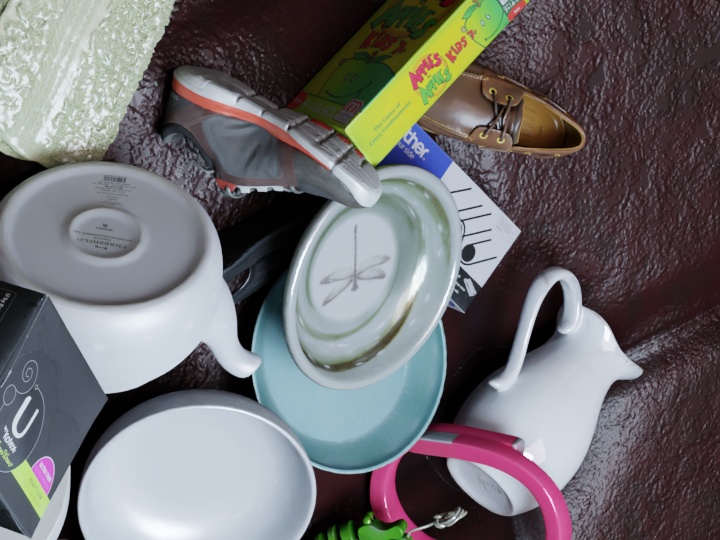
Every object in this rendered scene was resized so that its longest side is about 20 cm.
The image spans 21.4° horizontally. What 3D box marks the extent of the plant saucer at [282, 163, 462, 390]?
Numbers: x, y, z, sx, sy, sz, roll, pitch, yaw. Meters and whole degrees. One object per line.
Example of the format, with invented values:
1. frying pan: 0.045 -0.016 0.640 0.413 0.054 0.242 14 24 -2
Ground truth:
1. plant saucer: 0.000 0.000 1.609 0.199 0.050 0.202 -24 127 -36

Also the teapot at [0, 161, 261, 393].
1. teapot: -0.204 0.023 1.466 0.197 0.200 0.147 -30 148 -35

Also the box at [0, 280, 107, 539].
1. box: -0.307 0.078 1.343 0.149 0.199 0.125 73 38 -55

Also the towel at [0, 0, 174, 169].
1. towel: -0.225 -0.178 1.476 0.148 0.036 0.201 25 90 -37

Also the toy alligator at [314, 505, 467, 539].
1. toy alligator: 0.001 0.245 1.715 0.199 0.059 0.054 -34 91 17

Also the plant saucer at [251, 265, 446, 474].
1. plant saucer: -0.016 0.076 1.670 0.199 0.036 0.202 1 88 -31

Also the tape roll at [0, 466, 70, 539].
1. tape roll: -0.318 0.157 1.436 0.202 0.203 0.037 -32 164 -22

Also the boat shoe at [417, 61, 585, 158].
1. boat shoe: 0.118 -0.143 1.695 0.199 0.067 0.073 13 97 -35

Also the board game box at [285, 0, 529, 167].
1. board game box: 0.039 -0.182 1.609 0.200 0.101 0.048 -48 123 -12

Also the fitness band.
1. fitness band: 0.097 0.211 1.715 0.037 0.199 0.145 -37 127 -50

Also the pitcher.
1. pitcher: 0.160 0.111 1.771 0.200 0.121 0.172 -48 127 -22

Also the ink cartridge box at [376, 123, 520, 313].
1. ink cartridge box: 0.050 -0.059 1.689 0.200 0.044 0.094 42 78 -35

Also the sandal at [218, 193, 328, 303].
1. sandal: -0.096 -0.006 1.589 0.200 0.075 0.048 -28 115 -25

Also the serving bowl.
1. serving bowl: -0.139 0.175 1.600 0.198 0.066 0.201 -5 123 -7

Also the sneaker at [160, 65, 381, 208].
1. sneaker: -0.075 -0.089 1.534 0.082 0.199 0.077 -64 162 15
